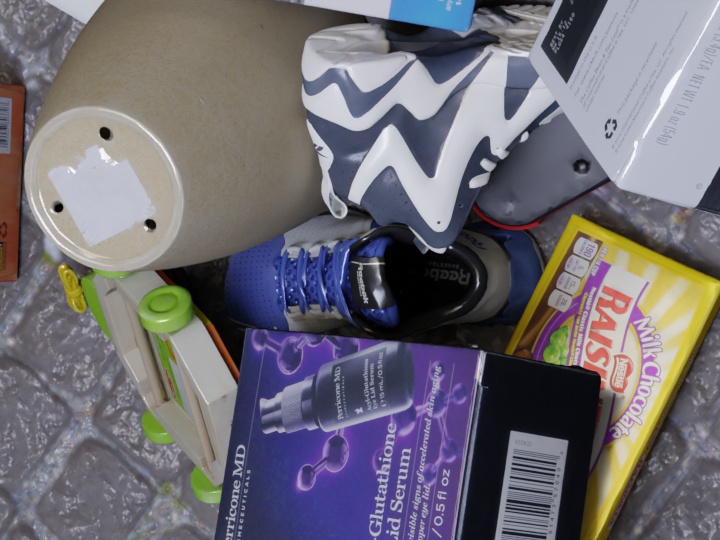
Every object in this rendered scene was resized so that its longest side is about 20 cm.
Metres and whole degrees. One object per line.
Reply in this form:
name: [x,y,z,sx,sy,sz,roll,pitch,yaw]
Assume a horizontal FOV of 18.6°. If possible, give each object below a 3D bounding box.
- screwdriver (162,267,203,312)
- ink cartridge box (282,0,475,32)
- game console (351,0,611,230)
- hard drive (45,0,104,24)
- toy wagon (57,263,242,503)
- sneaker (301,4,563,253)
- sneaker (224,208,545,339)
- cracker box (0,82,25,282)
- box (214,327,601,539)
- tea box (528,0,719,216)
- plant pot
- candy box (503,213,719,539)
screwdriver: [-0.143,-0.038,1.392,0.028,0.029,0.200,-20,105,12]
ink cartridge box: [-0.024,-0.225,1.200,0.199,0.086,0.147,9,119,0]
game console: [0.116,-0.132,1.283,0.200,0.031,0.177,-30,100,22]
hard drive: [-0.157,-0.224,1.432,0.200,0.026,0.132,30,102,19]
toy wagon: [-0.128,0.048,1.372,0.040,0.155,0.200,-27,42,-18]
sneaker: [0.064,-0.073,1.240,0.080,0.199,0.130,-128,35,-54]
sneaker: [0.001,0.000,1.322,0.199,0.115,0.081,-1,90,23]
cracker box: [-0.328,-0.063,1.490,0.199,0.058,0.134,3,92,23]
box: [0.023,0.115,1.246,0.200,0.104,0.148,2,82,46]
tea box: [0.224,-0.135,1.090,0.200,0.196,0.134,-65,30,27]
plant pot: [-0.104,-0.076,1.244,0.187,0.200,0.188,7,114,16]
candy box: [0.127,0.077,1.296,0.102,0.026,0.200,25,88,16]
